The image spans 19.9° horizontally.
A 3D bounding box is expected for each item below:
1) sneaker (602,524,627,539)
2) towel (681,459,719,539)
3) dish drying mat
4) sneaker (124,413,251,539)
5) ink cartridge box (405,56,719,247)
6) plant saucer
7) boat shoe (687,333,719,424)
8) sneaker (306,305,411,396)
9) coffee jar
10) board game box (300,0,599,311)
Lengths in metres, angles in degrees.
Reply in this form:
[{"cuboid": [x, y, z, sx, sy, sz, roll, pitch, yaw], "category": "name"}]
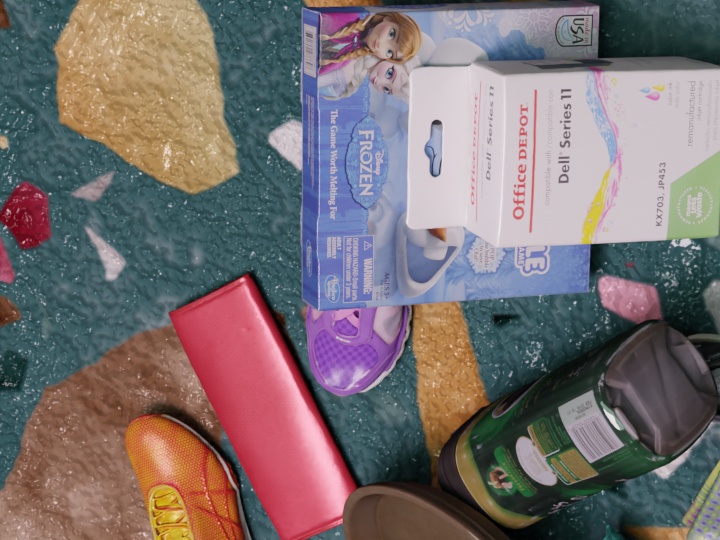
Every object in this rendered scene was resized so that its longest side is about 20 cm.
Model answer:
[{"cuboid": [0.210, 0.232, 1.433, 0.200, 0.084, 0.121, -23, 102, 29], "category": "sneaker"}, {"cuboid": [0.325, 0.188, 1.383, 0.200, 0.023, 0.144, 31, 136, 9], "category": "towel"}, {"cuboid": [-0.069, 0.106, 1.540, 0.077, 0.018, 0.200, -26, 92, 22], "category": "dish drying mat"}, {"cuboid": [-0.124, 0.201, 1.551, 0.073, 0.077, 0.200, -26, 91, 25], "category": "sneaker"}, {"cuboid": [0.134, -0.078, 1.341, 0.200, 0.067, 0.117, -4, 104, -16], "category": "ink cartridge box"}, {"cuboid": [0.070, 0.224, 1.459, 0.200, 0.029, 0.200, 33, 148, 24], "category": "plant saucer"}, {"cuboid": [0.300, 0.084, 1.375, 0.199, 0.066, 0.075, 13, 106, 17], "category": "boat shoe"}, {"cuboid": [0.000, 0.000, 1.452, 0.080, 0.088, 0.200, 21, 110, 13], "category": "sneaker"}, {"cuboid": [0.142, 0.111, 1.385, 0.085, 0.104, 0.200, 55, 140, -2], "category": "coffee jar"}, {"cuboid": [0.060, -0.079, 1.378, 0.199, 0.043, 0.200, -4, 104, -18], "category": "board game box"}]
